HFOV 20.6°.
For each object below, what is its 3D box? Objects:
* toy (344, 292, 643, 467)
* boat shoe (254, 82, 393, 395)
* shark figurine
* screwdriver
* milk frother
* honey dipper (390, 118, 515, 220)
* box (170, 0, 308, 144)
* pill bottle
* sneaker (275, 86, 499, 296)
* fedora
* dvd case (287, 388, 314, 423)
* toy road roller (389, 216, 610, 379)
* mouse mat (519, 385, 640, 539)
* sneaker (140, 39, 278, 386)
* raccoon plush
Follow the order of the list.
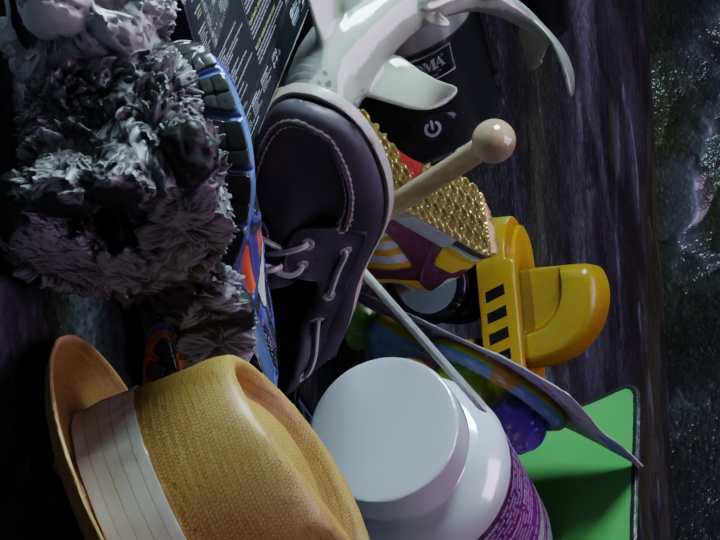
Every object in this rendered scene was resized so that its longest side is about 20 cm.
[{"bbox_3d":[0.065,0.074,1.207,0.047,0.199,0.115,-56,141,-5],"label":"toy"},{"bbox_3d":[-0.030,-0.008,0.998,0.201,0.072,0.063,98,17,-52],"label":"boat shoe"},{"bbox_3d":[0.017,-0.129,1.087,0.214,0.089,0.129,-25,103,-32],"label":"shark figurine"},{"bbox_3d":[0.000,0.000,1.055,0.200,0.028,0.029,50,13,18],"label":"screwdriver"},{"bbox_3d":[0.016,-0.198,1.250,0.200,0.180,0.189,37,-30,48],"label":"milk frother"},{"bbox_3d":[0.020,-0.036,1.066,0.038,0.200,0.038,15,62,-30],"label":"honey dipper"},{"bbox_3d":[-0.080,-0.156,0.985,0.201,0.043,0.161,-75,155,-55],"label":"box"},{"bbox_3d":[0.038,0.126,1.116,0.200,0.111,0.113,60,28,-59],"label":"pill bottle"},{"bbox_3d":[-0.006,-0.036,1.179,0.199,0.090,0.075,31,37,-39],"label":"sneaker"},{"bbox_3d":[-0.049,0.101,0.798,0.202,0.081,0.201,60,5,-9],"label":"fedora"},{"bbox_3d":[-0.028,0.184,1.100,0.143,0.017,0.201,60,28,-56],"label":"dvd case"},{"bbox_3d":[0.108,0.062,1.423,0.123,0.145,0.202,5,79,-75],"label":"toy road roller"},{"bbox_3d":[0.091,0.161,1.240,0.008,0.199,0.162,44,35,-28],"label":"mouse mat"},{"bbox_3d":[-0.077,-0.009,0.912,0.079,0.075,0.202,-82,170,-69],"label":"sneaker"},{"bbox_3d":[-0.100,-0.053,0.820,0.200,0.096,0.135,86,-3,-60],"label":"raccoon plush"}]
